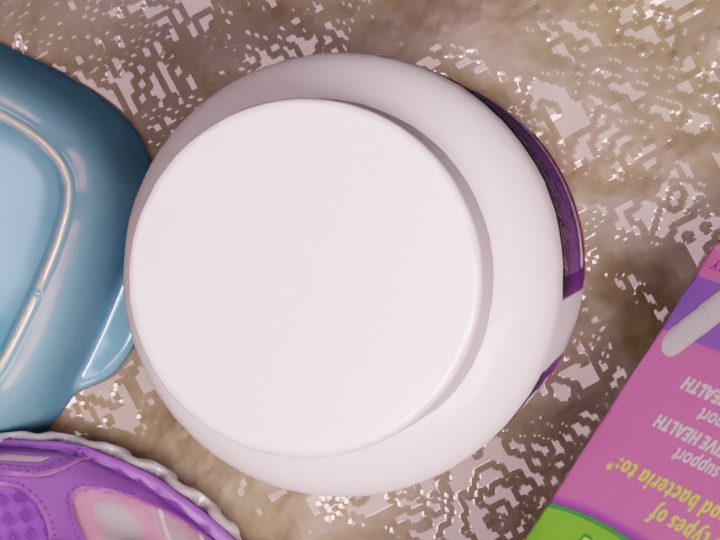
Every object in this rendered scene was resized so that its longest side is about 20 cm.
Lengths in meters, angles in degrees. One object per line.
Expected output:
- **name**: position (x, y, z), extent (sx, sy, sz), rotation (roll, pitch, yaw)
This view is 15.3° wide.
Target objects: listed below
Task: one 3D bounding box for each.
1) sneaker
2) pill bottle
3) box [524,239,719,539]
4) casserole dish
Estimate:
- **sneaker**: position (-0.051, 0.114, 0.763), extent (0.200, 0.088, 0.081), rotation (30, 96, 3)
- **pill bottle**: position (0.000, 0.000, 0.701), extent (0.111, 0.200, 0.112), rotation (0, 91, 7)
- **box**: position (0.115, 0.114, 0.670), extent (0.097, 0.176, 0.200), rotation (36, 85, -30)
- **casserole dish**: position (-0.158, -0.024, 0.804), extent (0.200, 0.039, 0.121), rotation (24, 94, 7)
